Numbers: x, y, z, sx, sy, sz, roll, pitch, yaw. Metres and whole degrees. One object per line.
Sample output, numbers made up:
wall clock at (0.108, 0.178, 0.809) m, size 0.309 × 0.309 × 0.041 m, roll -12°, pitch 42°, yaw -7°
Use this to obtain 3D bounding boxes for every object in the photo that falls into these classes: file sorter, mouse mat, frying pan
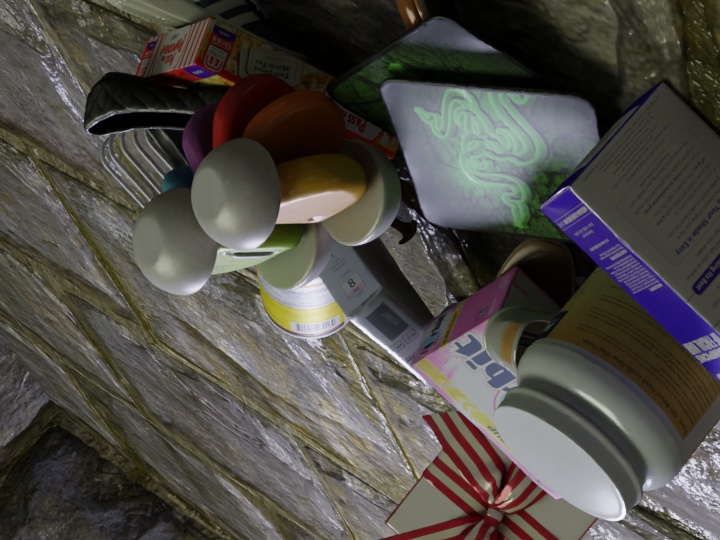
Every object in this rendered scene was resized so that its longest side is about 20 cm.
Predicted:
file sorter at (-0.168, -0.125, 1.682) m, size 0.139 × 0.125 × 0.200 m, roll 48°, pitch 161°, yaw -13°
mouse mat at (0.108, -0.078, 1.235) m, size 0.160 × 0.008 × 0.200 m, roll 7°, pitch 151°, yaw 19°
mouse mat at (0.091, -0.111, 1.215) m, size 0.200 × 0.008 × 0.161 m, roll 29°, pitch 151°, yaw -23°
frying pan at (-0.153, -0.097, 1.478) m, size 0.190 × 0.031 × 0.115 m, roll 46°, pitch 170°, yaw 28°

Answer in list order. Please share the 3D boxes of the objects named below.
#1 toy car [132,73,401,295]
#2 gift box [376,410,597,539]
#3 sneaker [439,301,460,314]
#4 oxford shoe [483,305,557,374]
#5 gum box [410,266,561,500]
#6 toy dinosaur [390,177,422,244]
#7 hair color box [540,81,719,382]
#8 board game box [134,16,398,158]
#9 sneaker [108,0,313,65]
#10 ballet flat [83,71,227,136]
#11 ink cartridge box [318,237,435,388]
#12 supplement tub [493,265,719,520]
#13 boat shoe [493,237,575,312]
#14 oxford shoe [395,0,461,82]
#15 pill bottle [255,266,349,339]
toy car at (-0.083, -0.071, 1.288) m, size 0.200 × 0.175 × 0.150 m, roll -34°, pitch 68°, yaw 43°
gift box at (0.131, 0.233, 1.672) m, size 0.200 × 0.185 × 0.187 m, roll 34°, pitch -171°, yaw 9°
sneaker at (0.132, 0.091, 1.605) m, size 0.200 × 0.080 × 0.071 m, roll 21°, pitch 153°, yaw 48°
oxford shoe at (0.198, 0.073, 1.331) m, size 0.199 × 0.075 × 0.058 m, roll 11°, pitch -170°, yaw -12°
gum box at (0.157, 0.104, 1.424) m, size 0.200 × 0.066 × 0.113 m, roll 43°, pitch 132°, yaw -14°
toy dinosaur at (0.021, -0.073, 1.525) m, size 0.106 × 0.060 × 0.200 m, roll 37°, pitch -177°, yaw 18°
hair color box at (0.234, -0.017, 1.121) m, size 0.200 × 0.109 × 0.065 m, roll 44°, pitch 161°, yaw 0°
board game box at (-0.080, -0.153, 1.443) m, size 0.200 × 0.046 × 0.151 m, roll 23°, pitch 171°, yaw -25°
sneaker at (-0.121, -0.239, 1.437) m, size 0.200 × 0.085 × 0.075 m, roll 24°, pitch 169°, yaw -26°
ballet flat at (-0.143, -0.125, 1.394) m, size 0.200 × 0.057 × 0.066 m, roll 11°, pitch 166°, yaw 23°
ink cartridge box at (0.000, 0.000, 1.513) m, size 0.163 × 0.057 × 0.200 m, roll 41°, pitch -173°, yaw -50°
supplement tub at (0.207, 0.072, 1.226) m, size 0.144 × 0.200 × 0.144 m, roll 37°, pitch 160°, yaw 16°
boat shoe at (0.153, 0.036, 1.460) m, size 0.072 × 0.065 × 0.200 m, roll 16°, pitch 134°, yaw 12°
oxford shoe at (0.052, -0.144, 1.240) m, size 0.071 × 0.071 × 0.200 m, roll -8°, pitch 139°, yaw 14°
pill bottle at (-0.057, -0.014, 1.719) m, size 0.109 × 0.109 × 0.200 m, roll 37°, pitch 160°, yaw 18°
